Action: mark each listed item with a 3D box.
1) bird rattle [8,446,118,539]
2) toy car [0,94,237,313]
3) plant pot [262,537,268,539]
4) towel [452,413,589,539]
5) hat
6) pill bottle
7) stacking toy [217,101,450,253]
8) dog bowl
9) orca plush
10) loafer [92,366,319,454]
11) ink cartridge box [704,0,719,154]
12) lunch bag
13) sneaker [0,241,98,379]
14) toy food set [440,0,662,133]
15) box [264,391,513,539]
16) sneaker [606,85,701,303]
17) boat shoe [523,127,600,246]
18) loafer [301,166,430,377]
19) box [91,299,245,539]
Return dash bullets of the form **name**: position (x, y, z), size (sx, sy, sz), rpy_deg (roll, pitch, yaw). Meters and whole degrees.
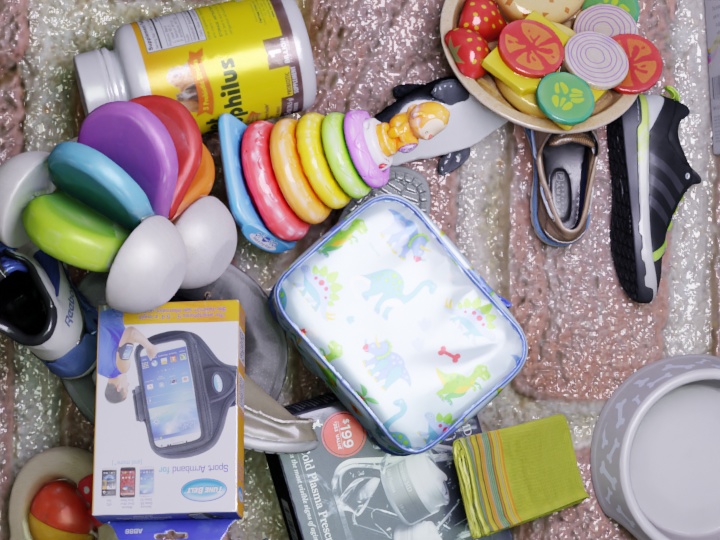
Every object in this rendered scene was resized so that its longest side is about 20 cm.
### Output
- **bird rattle**: position (-0.238, 0.218, 1.680), size (0.163, 0.113, 0.201), rpy_deg (22, 116, 26)
- **toy car**: position (-0.191, -0.069, 1.603), size (0.175, 0.200, 0.150), rpy_deg (30, 114, 17)
- **plant pot**: position (-0.138, 0.352, 1.702), size (0.199, 0.141, 0.142), rpy_deg (-28, 94, 2)
- **towel**: position (0.144, 0.178, 1.738), size (0.018, 0.200, 0.086), rpy_deg (-14, 86, 33)
- **hat**: position (-0.162, 0.069, 1.725), size (0.200, 0.081, 0.202), rpy_deg (0, 90, -1)
- **pill bottle**: position (-0.146, -0.172, 1.719), size (0.199, 0.109, 0.110), rpy_deg (-14, 92, -9)
- **stacking toy**: position (-0.014, -0.098, 1.675), size (0.199, 0.116, 0.110), rpy_deg (-19, 68, 19)
- **dog bowl**: position (0.316, 0.178, 1.821), size (0.199, 0.059, 0.201), rpy_deg (0, 90, -9)
- **orca plush**: position (0.047, -0.134, 1.790), size (0.200, 0.071, 0.105), rpy_deg (-35, 140, 1)
- **loafer**: position (-0.124, 0.100, 1.647), size (0.199, 0.075, 0.070), rpy_deg (21, 88, 1)
- **ink cartridge box**: position (0.376, -0.212, 1.791), size (0.084, 0.145, 0.201), rpy_deg (-5, 90, -10)
- **lunch bag**: position (0.035, 0.046, 1.665), size (0.161, 0.082, 0.200), rpy_deg (-41, 89, -10)
- **sneaker**: position (-0.294, -0.005, 1.652), size (0.080, 0.115, 0.200), rpy_deg (-39, 67, 4)
- **toy food set**: position (0.169, -0.207, 1.758), size (0.198, 0.049, 0.200), rpy_deg (38, 57, 9)
- **box**: position (0.023, 0.199, 1.747), size (0.181, 0.104, 0.201), rpy_deg (-17, 92, -11)
- **sneaker**: position (0.278, -0.071, 1.810), size (0.082, 0.072, 0.201), rpy_deg (-2, 90, -11)
- **boat shoe**: position (0.189, -0.124, 1.794), size (0.072, 0.072, 0.201), rpy_deg (-6, 89, -9)
- **loafer**: position (0.000, 0.000, 1.756), size (0.075, 0.070, 0.201), rpy_deg (27, 89, -2)
- **box**: position (-0.154, 0.125, 1.590), size (0.118, 0.042, 0.201), rpy_deg (-2, 70, 4)
